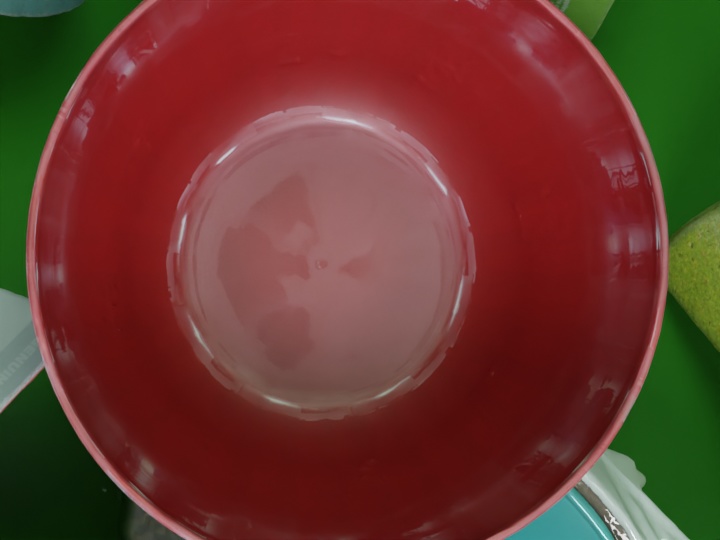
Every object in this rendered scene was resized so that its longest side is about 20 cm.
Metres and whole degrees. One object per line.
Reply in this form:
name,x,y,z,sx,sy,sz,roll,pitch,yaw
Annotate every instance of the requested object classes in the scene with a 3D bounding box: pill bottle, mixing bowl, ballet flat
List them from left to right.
mixing bowl,-0.008,-0.005,0.819,0.198,0.108,0.202,0,89,-6
pill bottle,0.000,0.000,0.930,0.198,0.111,0.112,18,57,-5
ballet flat,0.097,0.107,0.892,0.200,0.070,0.069,43,58,5

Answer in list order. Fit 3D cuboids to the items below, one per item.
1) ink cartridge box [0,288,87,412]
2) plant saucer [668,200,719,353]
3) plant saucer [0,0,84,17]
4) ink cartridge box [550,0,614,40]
ink cartridge box,-0.207,0.067,0.825,0.173,0.044,0.200,19,52,32
plant saucer,0.242,-0.001,0.969,0.199,0.048,0.200,-25,47,-11
plant saucer,-0.184,-0.166,0.952,0.199,0.036,0.200,27,21,-11
ink cartridge box,0.112,-0.224,1.069,0.075,0.148,0.201,23,57,-2
